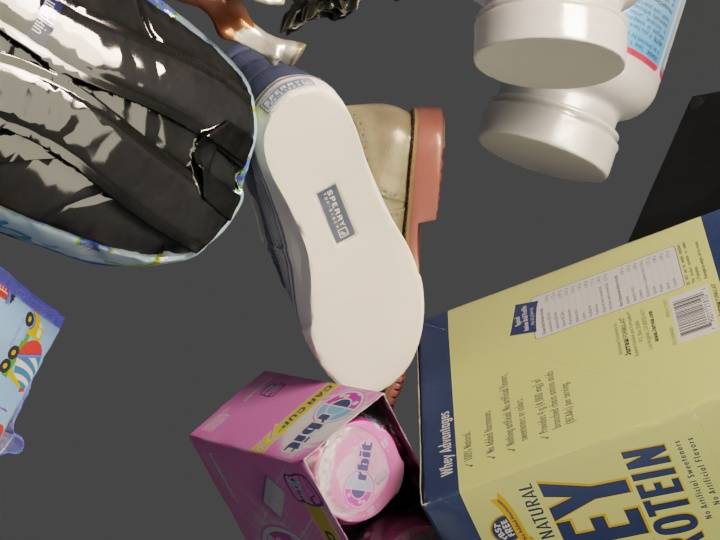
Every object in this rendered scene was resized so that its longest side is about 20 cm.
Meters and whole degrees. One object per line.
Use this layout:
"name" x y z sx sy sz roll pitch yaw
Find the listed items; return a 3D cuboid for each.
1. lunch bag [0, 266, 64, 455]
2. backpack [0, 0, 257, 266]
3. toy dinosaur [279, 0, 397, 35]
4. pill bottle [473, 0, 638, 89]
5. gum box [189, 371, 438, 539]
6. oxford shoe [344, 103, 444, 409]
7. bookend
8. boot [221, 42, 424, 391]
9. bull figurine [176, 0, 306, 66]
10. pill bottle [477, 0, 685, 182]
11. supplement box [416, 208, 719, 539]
"lunch bag" -0.242 0.052 1.107 0.200 0.094 0.151 38 71 -46
"backpack" -0.149 -0.082 1.132 0.200 0.154 0.163 21 75 -15
"toy dinosaur" -0.014 -0.215 1.247 0.200 0.102 0.136 -18 88 -13
"pill bottle" 0.110 -0.210 1.255 0.112 0.112 0.200 15 73 -37
"gum box" -0.001 0.160 1.268 0.066 0.113 0.200 -40 116 -28
"oxford shoe" 0.000 0.000 1.301 0.075 0.070 0.200 7 96 -5
"bookend" 0.271 0.016 1.454 0.200 0.092 0.199 45 56 -30
"boot" -0.024 -0.031 1.237 0.073 0.090 0.200 -23 122 -14
"bull figurine" -0.039 -0.200 1.156 0.121 0.065 0.200 35 63 3
"pill bottle" 0.139 -0.160 1.352 0.109 0.109 0.200 25 79 -36
"supplement box" 0.148 0.094 1.247 0.200 0.200 0.134 -21 115 11
